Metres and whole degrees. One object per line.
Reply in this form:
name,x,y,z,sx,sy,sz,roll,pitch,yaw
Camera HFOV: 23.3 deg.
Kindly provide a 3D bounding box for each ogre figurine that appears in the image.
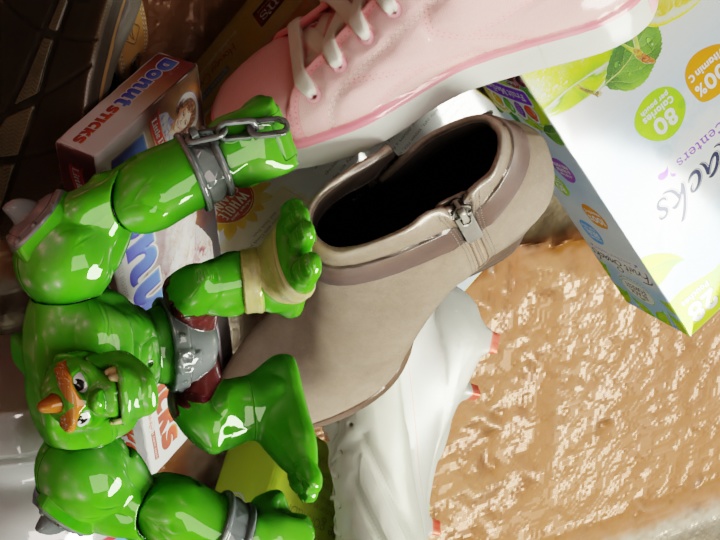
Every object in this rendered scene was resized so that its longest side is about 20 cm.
ogre figurine,-0.080,0.038,0.712,0.120,0.098,0.200,-7,125,-14

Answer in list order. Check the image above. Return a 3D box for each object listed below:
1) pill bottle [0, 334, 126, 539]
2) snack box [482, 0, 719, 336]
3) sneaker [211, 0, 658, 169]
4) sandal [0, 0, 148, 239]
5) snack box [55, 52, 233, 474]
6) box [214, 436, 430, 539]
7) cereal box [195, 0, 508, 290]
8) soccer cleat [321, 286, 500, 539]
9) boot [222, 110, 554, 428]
pill bottle,-0.155,0.137,0.807,0.109,0.109,0.201,-15,117,-30
snack box,0.160,-0.097,0.853,0.169,0.068,0.200,-42,120,-7
sneaker,0.016,-0.119,0.722,0.200,0.075,0.105,-20,134,10
sandal,-0.126,-0.107,0.760,0.055,0.082,0.201,12,95,-60
snack box,-0.093,0.002,0.789,0.072,0.024,0.200,-47,149,-37
box,-0.040,0.192,0.907,0.122,0.048,0.201,35,64,-40
cereal box,-0.004,-0.050,0.860,0.144,0.040,0.200,-48,132,12
soccer cleat,0.007,0.100,0.880,0.077,0.069,0.201,17,86,-21
boot,0.000,0.000,0.785,0.200,0.070,0.146,-38,163,1
